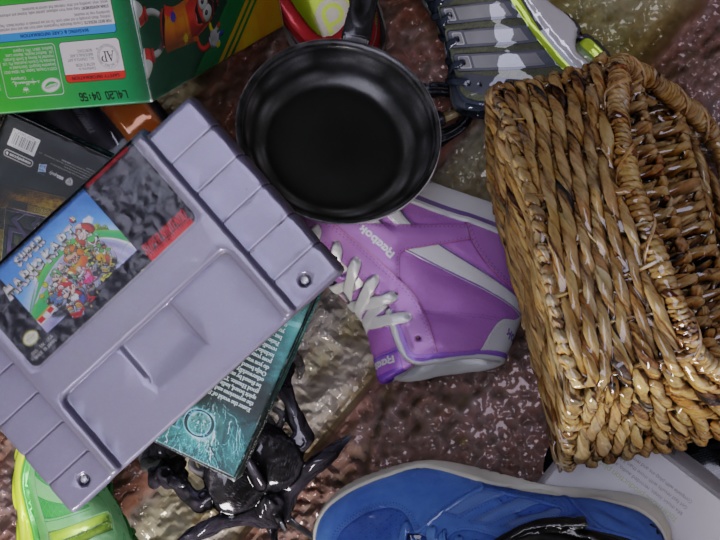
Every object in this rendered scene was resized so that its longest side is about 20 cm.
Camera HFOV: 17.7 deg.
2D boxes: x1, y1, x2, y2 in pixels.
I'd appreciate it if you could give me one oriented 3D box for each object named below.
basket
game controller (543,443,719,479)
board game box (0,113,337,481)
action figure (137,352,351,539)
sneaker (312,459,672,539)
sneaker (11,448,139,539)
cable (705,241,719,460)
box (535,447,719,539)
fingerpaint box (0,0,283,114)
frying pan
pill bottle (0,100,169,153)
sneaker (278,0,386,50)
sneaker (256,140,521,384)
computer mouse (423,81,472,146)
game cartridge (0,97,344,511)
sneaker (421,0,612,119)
[{"bbox_3d":[0.156,-0.015,1.225,0.148,0.143,0.201,-10,62,-2],"label":"basket"},{"bbox_3d":[0.208,0.119,1.334,0.199,0.042,0.105,-17,71,5],"label":"game controller"},{"bbox_3d":[-0.129,0.013,1.272,0.199,0.028,0.136,25,97,5],"label":"board game box"},{"bbox_3d":[-0.083,0.079,1.334,0.118,0.102,0.201,-29,91,-2],"label":"action figure"},{"bbox_3d":[0.063,0.156,1.234,0.199,0.111,0.077,5,104,12],"label":"sneaker"},{"bbox_3d":[-0.160,0.153,1.353,0.083,0.074,0.201,3,96,9],"label":"sneaker"},{"bbox_3d":[0.253,0.039,1.302,0.199,0.051,0.164,20,77,15],"label":"cable"},{"bbox_3d":[0.136,0.190,1.301,0.144,0.036,0.200,36,109,2],"label":"box"},{"bbox_3d":[-0.169,-0.140,1.290,0.199,0.167,0.074,-2,108,25],"label":"fingerpaint box"},{"bbox_3d":[-0.021,-0.108,1.288,0.114,0.031,0.191,-8,66,-12],"label":"frying pan"},{"bbox_3d":[-0.195,-0.034,1.348,0.200,0.106,0.106,-38,83,3],"label":"pill bottle"},{"bbox_3d":[-0.041,-0.206,1.352,0.077,0.085,0.201,-30,84,3],"label":"sneaker"},{"bbox_3d":[0.000,0.000,1.310,0.199,0.073,0.115,17,71,-7],"label":"sneaker"},{"bbox_3d":[-0.024,-0.055,1.367,0.199,0.034,0.059,-32,83,3],"label":"computer mouse"},{"bbox_3d":[-0.124,0.018,1.241,0.200,0.038,0.130,-42,92,8],"label":"game cartridge"},{"bbox_3d":[0.069,-0.136,1.339,0.200,0.074,0.081,43,84,8],"label":"sneaker"}]
